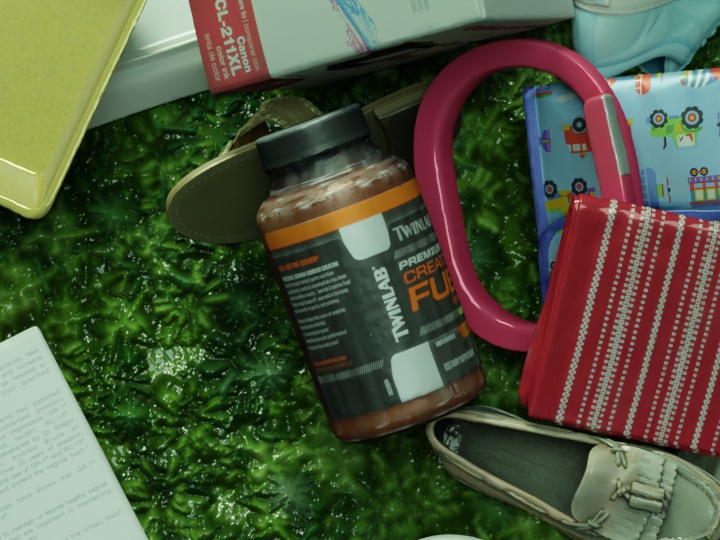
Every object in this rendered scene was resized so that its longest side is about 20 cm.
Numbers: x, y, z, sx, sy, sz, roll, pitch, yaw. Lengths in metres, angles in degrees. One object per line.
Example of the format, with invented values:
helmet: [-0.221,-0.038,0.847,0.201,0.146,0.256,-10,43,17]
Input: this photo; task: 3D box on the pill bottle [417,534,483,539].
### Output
pill bottle: [0.047,0.230,1.455,0.119,0.200,0.120,1,75,-3]

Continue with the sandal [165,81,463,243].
sandal: [-0.041,-0.084,1.617,0.211,0.078,0.070,-21,46,-15]

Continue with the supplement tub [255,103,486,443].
supplement tub: [0.000,0.000,1.537,0.107,0.107,0.200,-21,96,-8]

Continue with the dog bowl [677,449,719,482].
dog bowl: [0.292,0.152,1.562,0.200,0.059,0.201,1,75,-3]

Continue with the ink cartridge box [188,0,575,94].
ink cartridge box: [0.014,-0.174,1.541,0.200,0.146,0.083,-12,90,29]

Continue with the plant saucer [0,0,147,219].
plant saucer: [-0.243,-0.155,1.597,0.200,0.048,0.200,24,87,14]

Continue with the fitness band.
fitness band: [0.107,-0.048,1.556,0.143,0.037,0.201,-10,91,28]

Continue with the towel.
towel: [0.208,0.040,1.511,0.200,0.022,0.145,12,100,-5]

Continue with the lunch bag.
lunch bag: [0.192,-0.022,1.580,0.150,0.094,0.201,-4,85,19]

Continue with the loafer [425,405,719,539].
loafer: [0.132,0.131,1.524,0.200,0.063,0.072,16,85,25]

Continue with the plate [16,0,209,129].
plate: [-0.162,-0.205,1.649,0.200,0.032,0.200,-18,76,-8]

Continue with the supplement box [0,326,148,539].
supplement box: [-0.198,0.152,1.515,0.103,0.101,0.200,-28,78,-10]

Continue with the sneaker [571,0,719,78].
sneaker: [0.208,-0.172,1.627,0.200,0.082,0.074,-15,32,-37]
